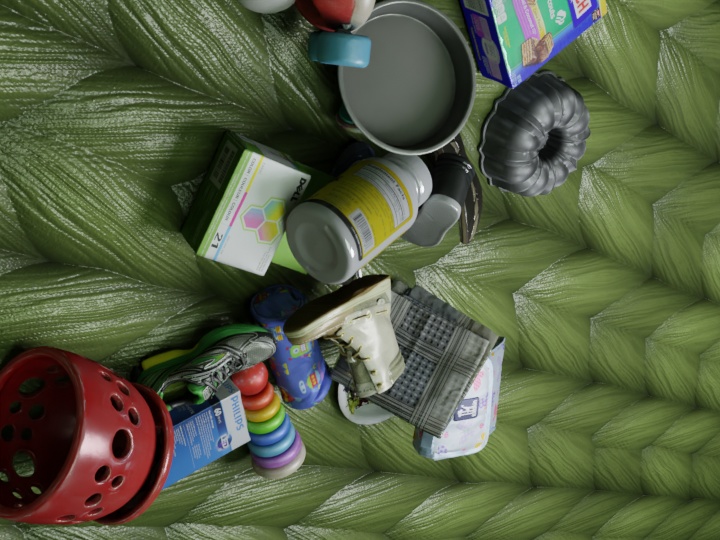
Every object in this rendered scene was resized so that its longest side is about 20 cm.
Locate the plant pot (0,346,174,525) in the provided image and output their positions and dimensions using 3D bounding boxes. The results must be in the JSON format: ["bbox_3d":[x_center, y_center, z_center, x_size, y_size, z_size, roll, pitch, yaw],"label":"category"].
[{"bbox_3d":[-0.337,0.207,1.233,0.182,0.200,0.201,25,99,-50],"label":"plant pot"}]

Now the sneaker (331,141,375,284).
[{"bbox_3d":[-0.010,-0.075,1.412,0.070,0.082,0.202,-1,117,-40],"label":"sneaker"}]

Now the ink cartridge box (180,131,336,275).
[{"bbox_3d":[-0.107,-0.071,1.311,0.199,0.076,0.149,19,104,-33],"label":"ink cartridge box"}]

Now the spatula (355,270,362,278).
[{"bbox_3d":[0.000,0.000,1.512,0.056,0.020,0.202,-28,131,-41],"label":"spatula"}]

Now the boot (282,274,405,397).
[{"bbox_3d":[-0.015,0.106,1.404,0.199,0.072,0.156,-27,110,-45],"label":"boot"}]

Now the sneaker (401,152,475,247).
[{"bbox_3d":[0.109,-0.102,1.461,0.070,0.200,0.100,28,69,-8],"label":"sneaker"}]

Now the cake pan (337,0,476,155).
[{"bbox_3d":[0.056,-0.249,1.326,0.198,0.037,0.203,0,90,-23],"label":"cake pan"}]

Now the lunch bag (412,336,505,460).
[{"bbox_3d":[0.156,0.199,1.638,0.200,0.126,0.172,-18,116,-62],"label":"lunch bag"}]

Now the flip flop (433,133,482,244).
[{"bbox_3d":[0.132,-0.132,1.516,0.081,0.057,0.201,-58,133,-44],"label":"flip flop"}]

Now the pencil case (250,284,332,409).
[{"bbox_3d":[-0.094,0.110,1.462,0.086,0.078,0.201,-25,132,-12],"label":"pencil case"}]

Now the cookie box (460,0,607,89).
[{"bbox_3d":[0.244,-0.386,1.432,0.200,0.075,0.172,-40,135,-15],"label":"cookie box"}]

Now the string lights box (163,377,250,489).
[{"bbox_3d":[-0.257,0.234,1.418,0.199,0.059,0.104,-27,132,-25],"label":"string lights box"}]

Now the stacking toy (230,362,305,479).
[{"bbox_3d":[-0.143,0.208,1.495,0.085,0.085,0.202,-30,126,-22],"label":"stacking toy"}]

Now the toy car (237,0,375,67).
[{"bbox_3d":[-0.084,-0.337,1.157,0.198,0.177,0.186,5,102,-11],"label":"toy car"}]

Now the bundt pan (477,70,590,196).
[{"bbox_3d":[0.281,-0.203,1.584,0.200,0.076,0.204,-21,128,-29],"label":"bundt pan"}]

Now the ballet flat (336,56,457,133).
[{"bbox_3d":[0.053,-0.229,1.387,0.199,0.069,0.071,-35,159,-19],"label":"ballet flat"}]

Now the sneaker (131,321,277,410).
[{"bbox_3d":[-0.201,0.138,1.365,0.198,0.085,0.079,-24,134,-13],"label":"sneaker"}]

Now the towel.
[{"bbox_3d":[0.083,0.123,1.517,0.201,0.191,0.035,-56,167,-26],"label":"towel"}]

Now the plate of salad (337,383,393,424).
[{"bbox_3d":[0.050,0.169,1.648,0.199,0.048,0.202,-22,130,-29],"label":"plate of salad"}]

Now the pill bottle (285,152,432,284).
[{"bbox_3d":[0.005,-0.077,1.312,0.200,0.111,0.112,-39,138,-39],"label":"pill bottle"}]
